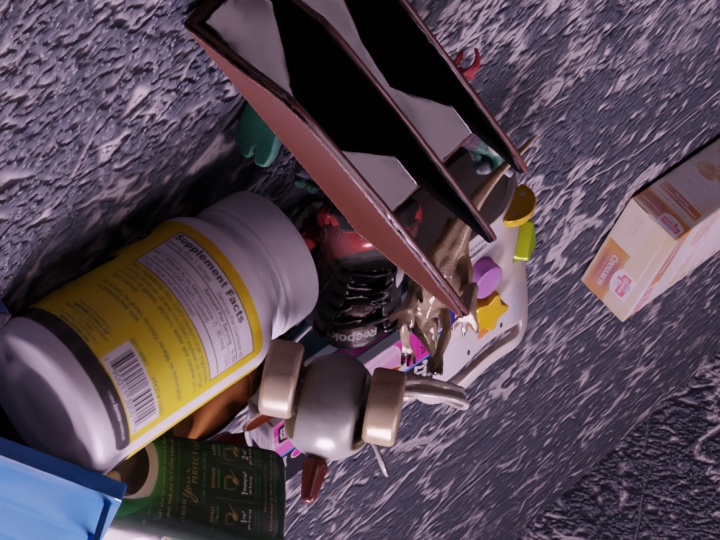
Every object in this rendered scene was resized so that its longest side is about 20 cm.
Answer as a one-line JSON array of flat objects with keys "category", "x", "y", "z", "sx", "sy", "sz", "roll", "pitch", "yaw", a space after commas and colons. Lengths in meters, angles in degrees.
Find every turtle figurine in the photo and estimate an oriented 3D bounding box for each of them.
[{"category": "turtle figurine", "x": 0.011, "y": -0.096, "z": 1.462, "sx": 0.149, "sy": 0.102, "sz": 0.199, "roll": -11, "pitch": 179, "yaw": 30}]

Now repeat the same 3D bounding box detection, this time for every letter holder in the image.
[{"category": "letter holder", "x": 0.016, "y": -0.085, "z": 1.253, "sx": 0.101, "sy": 0.142, "sz": 0.200, "roll": -43, "pitch": 130, "yaw": -3}]

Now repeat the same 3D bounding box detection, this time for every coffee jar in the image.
[{"category": "coffee jar", "x": -0.153, "y": 0.155, "z": 1.490, "sx": 0.086, "sy": 0.198, "sz": 0.105, "roll": 122, "pitch": -24, "yaw": -45}]

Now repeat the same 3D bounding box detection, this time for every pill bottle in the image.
[{"category": "pill bottle", "x": -0.128, "y": 0.037, "z": 1.408, "sx": 0.199, "sy": 0.114, "sz": 0.115, "roll": -34, "pitch": 161, "yaw": -33}]

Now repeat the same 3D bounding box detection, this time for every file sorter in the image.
[{"category": "file sorter", "x": -0.247, "y": 0.203, "z": 1.378, "sx": 0.200, "sy": 0.138, "sz": 0.123, "roll": 121, "pitch": -13, "yaw": -52}]

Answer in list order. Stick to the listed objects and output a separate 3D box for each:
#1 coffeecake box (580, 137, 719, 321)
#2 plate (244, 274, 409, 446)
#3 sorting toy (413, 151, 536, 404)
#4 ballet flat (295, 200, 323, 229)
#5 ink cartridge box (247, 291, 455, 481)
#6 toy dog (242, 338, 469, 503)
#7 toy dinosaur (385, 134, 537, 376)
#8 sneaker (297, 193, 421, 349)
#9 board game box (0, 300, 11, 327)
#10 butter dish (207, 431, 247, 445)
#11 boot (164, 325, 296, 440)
[{"category": "coffeecake box", "x": 0.359, "y": -0.052, "z": 2.492, "sx": 0.199, "sy": 0.073, "sz": 0.154, "roll": -33, "pitch": 161, "yaw": -37}, {"category": "plate", "x": -0.013, "y": 0.060, "z": 1.652, "sx": 0.200, "sy": 0.026, "sz": 0.201, "roll": -36, "pitch": 156, "yaw": -19}, {"category": "sorting toy", "x": 0.081, "y": 0.018, "z": 1.797, "sx": 0.200, "sy": 0.107, "sz": 0.181, "roll": -39, "pitch": 138, "yaw": -20}, {"category": "ballet flat", "x": -0.034, "y": -0.015, "z": 1.608, "sx": 0.200, "sy": 0.069, "sz": 0.070, "roll": -36, "pitch": 163, "yaw": -46}, {"category": "ink cartridge box", "x": 0.004, "y": 0.076, "z": 1.632, "sx": 0.199, "sy": 0.037, "sz": 0.095, "roll": -36, "pitch": 153, "yaw": -21}, {"category": "toy dog", "x": -0.018, "y": 0.104, "z": 1.464, "sx": 0.200, "sy": 0.131, "sz": 0.097, "roll": 20, "pitch": 85, "yaw": -68}, {"category": "toy dinosaur", "x": 0.054, "y": -0.001, "z": 1.450, "sx": 0.102, "sy": 0.058, "sz": 0.201, "roll": -79, "pitch": -172, "yaw": -45}, {"category": "sneaker", "x": 0.000, "y": 0.000, "z": 1.464, "sx": 0.070, "sy": 0.099, "sz": 0.200, "roll": -2, "pitch": 172, "yaw": -11}, {"category": "board game box", "x": -0.298, "y": 0.086, "z": 1.244, "sx": 0.200, "sy": 0.035, "sz": 0.135, "roll": -49, "pitch": 164, "yaw": 15}, {"category": "butter dish", "x": -0.136, "y": 0.224, "z": 1.703, "sx": 0.198, "sy": 0.149, "sz": 0.200, "roll": -28, "pitch": 179, "yaw": 11}, {"category": "boot", "x": -0.106, "y": 0.081, "z": 1.624, "sx": 0.155, "sy": 0.077, "sz": 0.200, "roll": -35, "pitch": 167, "yaw": -15}]
